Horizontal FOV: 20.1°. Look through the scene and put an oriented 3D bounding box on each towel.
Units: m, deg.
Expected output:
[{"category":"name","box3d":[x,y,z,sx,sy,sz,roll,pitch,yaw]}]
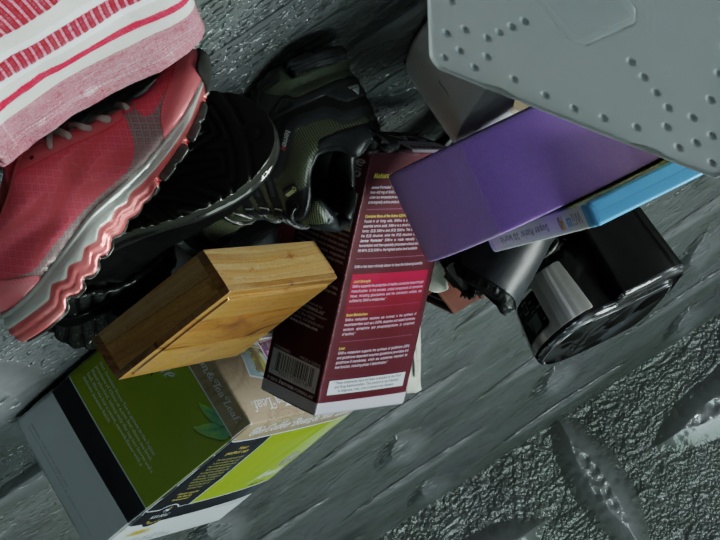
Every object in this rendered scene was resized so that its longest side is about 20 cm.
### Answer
[{"category":"towel","box3d":[-0.154,-0.128,1.065,0.143,0.023,0.200,-33,166,-6]}]

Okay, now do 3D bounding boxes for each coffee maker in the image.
[{"category":"coffee maker","box3d":[0.178,-0.049,1.685,0.191,0.201,0.135,-32,167,-3]}]

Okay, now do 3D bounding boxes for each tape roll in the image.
[{"category":"tape roll","box3d":[0.120,-0.077,1.342,0.199,0.066,0.200,-25,-177,2]},{"category":"tape roll","box3d":[0.132,-0.170,1.451,0.201,0.071,0.203,-31,166,-8]}]

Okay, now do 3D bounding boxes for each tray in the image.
[{"category":"tray","box3d":[-0.093,0.025,1.372,0.098,0.037,0.200,-37,171,17]}]

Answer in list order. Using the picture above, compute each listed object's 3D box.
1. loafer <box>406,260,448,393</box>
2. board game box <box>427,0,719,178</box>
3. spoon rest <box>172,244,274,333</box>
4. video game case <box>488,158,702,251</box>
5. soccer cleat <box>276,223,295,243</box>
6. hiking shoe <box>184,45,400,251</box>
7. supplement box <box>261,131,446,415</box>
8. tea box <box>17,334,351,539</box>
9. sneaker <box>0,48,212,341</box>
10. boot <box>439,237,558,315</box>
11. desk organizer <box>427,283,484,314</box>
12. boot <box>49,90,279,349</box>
[{"category":"loafer","box3d":[0.037,-0.001,1.618,0.069,0.202,0.070,10,-170,-6]},{"category":"board game box","box3d":[0.128,-0.161,1.137,0.026,0.199,0.201,-51,154,-32]},{"category":"spoon rest","box3d":[-0.103,0.015,1.527,0.061,0.099,0.200,-57,152,10]},{"category":"video game case","box3d":[0.174,-0.055,1.322,0.142,0.018,0.200,-25,-178,-15]},{"category":"soccer cleat","box3d":[-0.030,-0.001,1.641,0.066,0.077,0.200,-31,165,-8]},{"category":"hiking shoe","box3d":[-0.056,-0.056,1.351,0.075,0.101,0.200,-18,159,-44]},{"category":"supplement box","box3d":[0.000,0.000,1.505,0.108,0.061,0.202,-3,110,-50]},{"category":"tea box","box3d":[-0.135,0.116,1.677,0.196,0.134,0.200,-38,165,23]},{"category":"sneaker","box3d":[-0.162,-0.059,1.175,0.201,0.087,0.074,-54,-168,-8]},{"category":"boot","box3d":[0.152,-0.042,1.529,0.169,0.076,0.200,-55,-158,-12]},{"category":"desk organizer","box3d":[0.051,-0.001,1.832,0.077,0.072,0.200,-32,166,3]},{"category":"boot","box3d":[-0.134,-0.030,1.302,0.210,0.080,0.158,-24,160,6]}]
